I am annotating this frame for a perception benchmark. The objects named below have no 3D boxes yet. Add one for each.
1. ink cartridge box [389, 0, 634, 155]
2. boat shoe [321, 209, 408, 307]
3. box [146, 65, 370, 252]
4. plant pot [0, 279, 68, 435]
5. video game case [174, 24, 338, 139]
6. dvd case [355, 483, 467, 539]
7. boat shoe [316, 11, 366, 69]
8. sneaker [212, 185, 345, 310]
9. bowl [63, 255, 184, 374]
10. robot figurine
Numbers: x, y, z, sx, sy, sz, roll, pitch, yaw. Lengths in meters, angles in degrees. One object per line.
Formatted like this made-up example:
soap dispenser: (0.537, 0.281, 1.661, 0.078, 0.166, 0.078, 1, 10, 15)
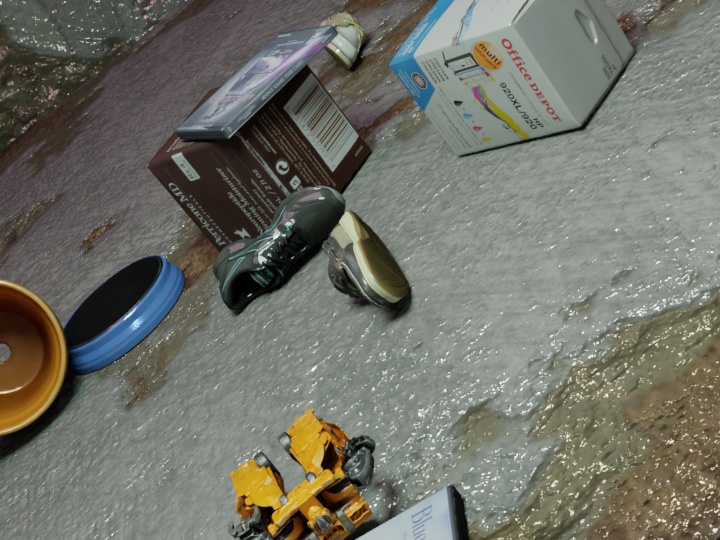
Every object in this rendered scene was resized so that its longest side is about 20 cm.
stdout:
ink cartridge box: (0.169, -0.241, 1.543, 0.200, 0.147, 0.145, -9, 37, 51)
boat shoe: (0.000, 0.000, 1.466, 0.065, 0.073, 0.200, -46, 18, 10)
box: (-0.132, -0.148, 1.794, 0.200, 0.166, 0.164, -13, 35, 46)
plant pot: (-0.485, 0.113, 1.827, 0.200, 0.200, 0.183, -42, 4, -7)
video game case: (-0.131, -0.234, 1.717, 0.200, 0.019, 0.143, -45, 25, -19)
dvd case: (-0.003, 0.257, 1.051, 0.200, 0.018, 0.143, -32, 23, 14)
boat shoe: (-0.031, -0.373, 2.174, 0.068, 0.075, 0.200, -42, 22, 5)
sneaker: (-0.093, -0.023, 1.651, 0.200, 0.075, 0.079, -38, 33, 23)
bowl: (-0.330, 0.056, 1.878, 0.200, 0.039, 0.201, -32, 24, 16)
robot figurine: (-0.048, 0.187, 1.177, 0.145, 0.058, 0.200, -40, 18, -4)
